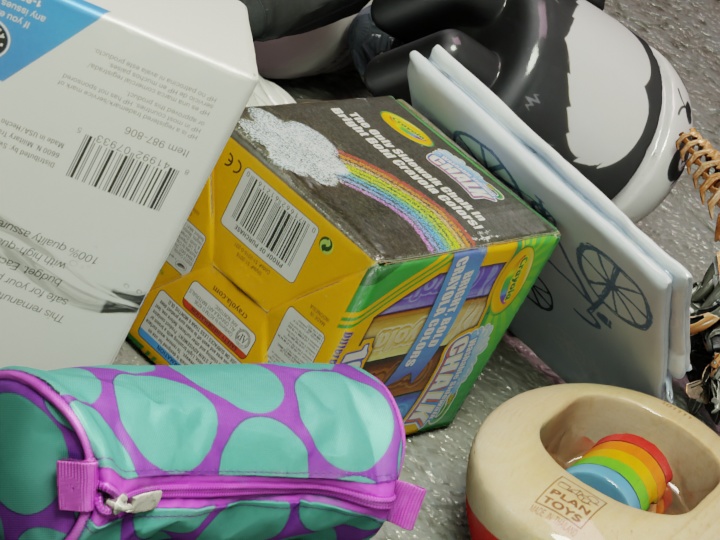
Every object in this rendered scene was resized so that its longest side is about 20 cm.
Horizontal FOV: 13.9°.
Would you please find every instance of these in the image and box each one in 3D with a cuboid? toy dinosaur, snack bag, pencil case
[{"bbox_3d":[0.205,0.024,1.569,0.102,0.136,0.200,27,49,-29],"label":"toy dinosaur"},{"bbox_3d":[0.097,-0.003,1.496,0.021,0.200,0.189,-39,64,-17],"label":"snack bag"},{"bbox_3d":[-0.071,0.081,1.244,0.200,0.085,0.092,0,22,-46],"label":"pencil case"}]

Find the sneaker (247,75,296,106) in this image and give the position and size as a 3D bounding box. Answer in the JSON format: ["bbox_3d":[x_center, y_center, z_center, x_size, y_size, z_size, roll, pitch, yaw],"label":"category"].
[{"bbox_3d":[-0.097,-0.109,1.528,0.200,0.075,0.100,51,23,1],"label":"sneaker"}]

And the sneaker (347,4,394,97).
[{"bbox_3d":[0.064,-0.111,1.727,0.200,0.078,0.086,19,14,-36],"label":"sneaker"}]

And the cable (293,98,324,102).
[{"bbox_3d":[-0.071,-0.101,1.624,0.200,0.050,0.097,23,28,-11],"label":"cable"}]

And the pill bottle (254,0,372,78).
[{"bbox_3d":[0.001,-0.177,1.773,0.114,0.114,0.200,41,27,22],"label":"pill bottle"}]

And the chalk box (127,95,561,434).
[{"bbox_3d":[0.000,0.000,1.430,0.125,0.124,0.200,42,26,26],"label":"chalk box"}]

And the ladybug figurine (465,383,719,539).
[{"bbox_3d":[0.112,0.116,1.385,0.136,0.072,0.200,31,24,18],"label":"ladybug figurine"}]

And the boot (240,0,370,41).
[{"bbox_3d":[-0.073,-0.191,1.515,0.200,0.066,0.165,-31,95,-55],"label":"boot"}]

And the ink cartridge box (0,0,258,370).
[{"bbox_3d":[-0.151,-0.041,1.253,0.144,0.200,0.084,22,24,-16],"label":"ink cartridge box"}]

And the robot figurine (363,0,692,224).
[{"bbox_3d":[0.094,-0.095,1.617,0.200,0.150,0.125,28,6,-38],"label":"robot figurine"}]
